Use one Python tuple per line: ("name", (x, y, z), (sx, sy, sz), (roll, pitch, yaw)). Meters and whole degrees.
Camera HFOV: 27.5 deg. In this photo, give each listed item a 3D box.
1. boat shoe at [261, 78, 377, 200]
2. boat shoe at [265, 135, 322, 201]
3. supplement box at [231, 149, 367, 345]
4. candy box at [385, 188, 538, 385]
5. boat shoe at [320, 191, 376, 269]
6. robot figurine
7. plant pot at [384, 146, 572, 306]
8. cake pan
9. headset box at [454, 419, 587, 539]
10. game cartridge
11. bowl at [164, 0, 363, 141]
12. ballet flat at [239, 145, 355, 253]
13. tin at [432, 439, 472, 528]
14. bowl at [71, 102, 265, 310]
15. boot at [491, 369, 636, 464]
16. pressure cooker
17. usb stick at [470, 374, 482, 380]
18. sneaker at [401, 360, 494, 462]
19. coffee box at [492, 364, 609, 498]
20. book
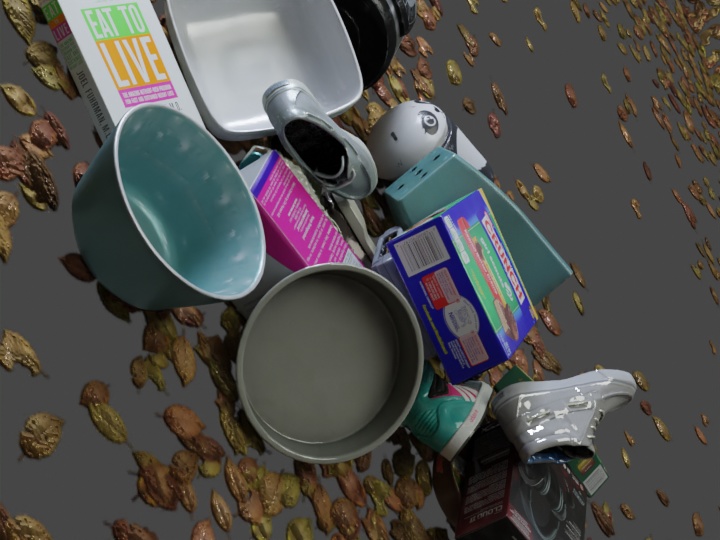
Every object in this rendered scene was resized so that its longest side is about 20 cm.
("boat shoe", (-0.039, -0.122, 1.584), (0.201, 0.070, 0.072), (45, 20, -47))
("boat shoe", (-0.078, -0.139, 1.683), (0.063, 0.073, 0.201), (42, 35, -38))
("supplement box", (-0.080, -0.006, 1.532), (0.200, 0.101, 0.104), (53, 28, -18))
("candy box", (0.117, 0.014, 1.612), (0.170, 0.077, 0.200), (65, 18, -3))
("boat shoe", (0.000, 0.000, 1.706), (0.201, 0.059, 0.072), (62, 8, -6))
("robot figurine", (0.096, -0.130, 1.912), (0.200, 0.150, 0.125), (45, 64, -29))
("plant pot", (0.127, -0.041, 1.779), (0.200, 0.141, 0.141), (52, -2, -16))
("cake pan", (-0.034, 0.091, 1.468), (0.201, 0.200, 0.037), (51, -13, -19))
("headset box", (0.185, 0.283, 1.675), (0.149, 0.077, 0.201), (50, 29, -21))
("game cartridge", (0.060, 0.028, 1.664), (0.134, 0.041, 0.200), (57, 9, -9))
("bowl", (-0.113, -0.238, 1.645), (0.198, 0.075, 0.201), (-17, 77, -25))
("ballet flat", (-0.064, -0.059, 1.597), (0.201, 0.071, 0.072), (58, 27, -22))
("tin", (0.153, 0.284, 1.739), (0.200, 0.042, 0.112), (48, 27, -25))
("bowl", (-0.192, -0.043, 1.371), (0.201, 0.105, 0.202), (41, 34, -36))
("boot", (0.248, 0.175, 1.688), (0.199, 0.074, 0.096), (-6, 54, -28))
("pressure cooker", (-0.023, -0.331, 1.840), (0.178, 0.176, 0.200), (31, 33, -5))
("usb stick", (0.089, 0.074, 1.823), (0.200, 0.032, 0.056), (39, 42, -38))
("sneaker", (0.080, 0.143, 1.685), (0.120, 0.084, 0.200), (37, 13, 2))
("coffee box", (0.242, 0.203, 1.840), (0.123, 0.044, 0.200), (45, -4, 33))
("book", (-0.240, -0.198, 1.498), (0.133, 0.048, 0.201), (-24, 88, -58))
